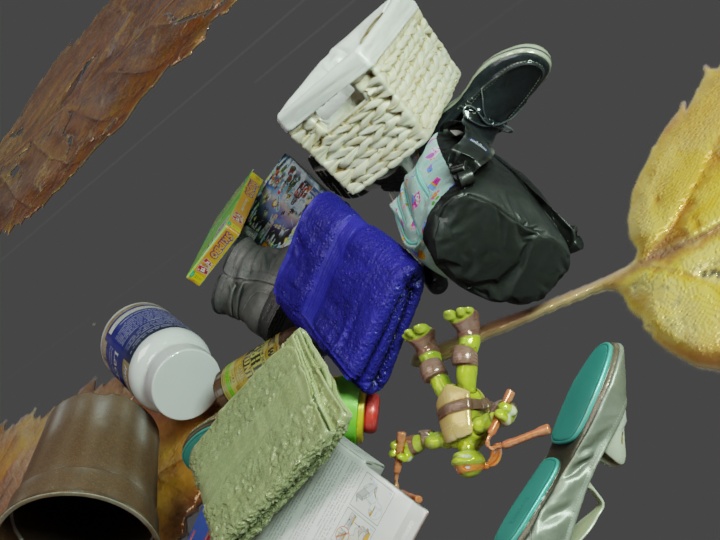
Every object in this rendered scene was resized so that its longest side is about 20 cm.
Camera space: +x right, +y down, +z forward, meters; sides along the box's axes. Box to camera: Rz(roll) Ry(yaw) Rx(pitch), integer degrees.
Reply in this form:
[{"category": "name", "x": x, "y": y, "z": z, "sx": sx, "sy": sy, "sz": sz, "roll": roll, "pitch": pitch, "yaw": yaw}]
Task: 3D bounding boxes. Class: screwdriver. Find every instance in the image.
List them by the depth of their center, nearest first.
[{"category": "screwdriver", "x": 0.056, "y": -0.036, "z": 1.192, "sx": 0.029, "sy": 0.028, "sz": 0.200, "roll": -25, "pitch": 38, "yaw": -5}]

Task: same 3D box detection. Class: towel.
[{"category": "towel", "x": -0.092, "y": 0.168, "z": 1.022, "sx": 0.200, "sy": 0.036, "sz": 0.149, "roll": -49, "pitch": 38, "yaw": 17}, {"category": "towel", "x": -0.020, "y": 0.018, "z": 1.081, "sx": 0.200, "sy": 0.049, "sz": 0.149, "roll": 39, "pitch": 116, "yaw": 49}]

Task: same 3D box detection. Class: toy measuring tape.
[{"category": "toy measuring tape", "x": -0.009, "y": 0.111, "z": 1.105, "sx": 0.073, "sy": 0.073, "sz": 0.202, "roll": -22, "pitch": 48, "yaw": 41}]

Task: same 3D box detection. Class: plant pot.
[{"category": "plant pot", "x": -0.334, "y": 0.270, "z": 1.302, "sx": 0.200, "sy": 0.200, "sz": 0.199, "roll": -40, "pitch": 29, "yaw": 24}]

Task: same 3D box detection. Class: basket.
[{"category": "basket", "x": 0.018, "y": -0.196, "z": 1.151, "sx": 0.135, "sy": 0.123, "sz": 0.201, "roll": -34, "pitch": 17, "yaw": 33}]

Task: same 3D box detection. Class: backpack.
[{"category": "backpack", "x": 0.107, "y": -0.060, "z": 1.038, "sx": 0.127, "sy": 0.166, "sz": 0.200, "roll": -49, "pitch": 26, "yaw": 15}]

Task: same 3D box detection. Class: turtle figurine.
[{"category": "turtle figurine", "x": 0.097, "y": 0.120, "z": 0.966, "sx": 0.200, "sy": 0.064, "sz": 0.163, "roll": -33, "pitch": 57, "yaw": 45}]

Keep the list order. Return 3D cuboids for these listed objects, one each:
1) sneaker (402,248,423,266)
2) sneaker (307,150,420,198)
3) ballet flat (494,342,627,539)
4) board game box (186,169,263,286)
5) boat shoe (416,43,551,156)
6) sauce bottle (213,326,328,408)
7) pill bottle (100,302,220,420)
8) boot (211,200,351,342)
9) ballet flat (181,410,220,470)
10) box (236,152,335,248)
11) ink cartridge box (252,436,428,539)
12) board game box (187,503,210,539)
[{"category": "sneaker", "x": 0.000, "y": 0.000, "z": 1.164, "sx": 0.200, "sy": 0.086, "sz": 0.078, "roll": 24, "pitch": 99, "yaw": 64}, {"category": "sneaker", "x": 0.013, "y": -0.142, "z": 1.321, "sx": 0.199, "sy": 0.074, "sz": 0.080, "roll": 5, "pitch": 51, "yaw": 49}, {"category": "ballet flat", "x": 0.176, "y": 0.156, "z": 0.843, "sx": 0.201, "sy": 0.063, "sz": 0.067, "roll": -60, "pitch": 7, "yaw": -10}, {"category": "board game box", "x": -0.179, "y": -0.063, "z": 1.416, "sx": 0.096, "sy": 0.030, "sz": 0.201, "roll": -49, "pitch": 16, "yaw": 24}, {"category": "boat shoe", "x": 0.137, "y": -0.175, "z": 1.173, "sx": 0.200, "sy": 0.074, "sz": 0.063, "roll": -37, "pitch": 41, "yaw": 35}, {"category": "sauce bottle", "x": -0.089, "y": 0.105, "z": 1.228, "sx": 0.199, "sy": 0.065, "sz": 0.065, "roll": -34, "pitch": 39, "yaw": 31}, {"category": "pill bottle", "x": -0.264, "y": 0.121, "z": 1.396, "sx": 0.116, "sy": 0.115, "sz": 0.200, "roll": -59, "pitch": 32, "yaw": -5}, {"category": "boot", "x": -0.105, "y": -0.019, "z": 1.293, "sx": 0.131, "sy": 0.070, "sz": 0.201, "roll": 29, "pitch": 86, "yaw": 39}, {"category": "ballet flat", "x": -0.115, "y": 0.164, "z": 1.140, "sx": 0.199, "sy": 0.071, "sz": 0.065, "roll": -29, "pitch": 16, "yaw": 34}, {"category": "box", "x": -0.095, "y": -0.064, "z": 1.406, "sx": 0.137, "sy": 0.040, "sz": 0.200, "roll": -54, "pitch": 33, "yaw": 6}, {"category": "ink cartridge box", "x": -0.037, "y": 0.269, "z": 0.999, "sx": 0.176, "sy": 0.045, "sz": 0.201, "roll": 30, "pitch": 92, "yaw": 35}, {"category": "board game box", "x": -0.109, "y": 0.242, "z": 1.152, "sx": 0.134, "sy": 0.045, "sz": 0.201, "roll": 3, "pitch": 65, "yaw": 53}]
